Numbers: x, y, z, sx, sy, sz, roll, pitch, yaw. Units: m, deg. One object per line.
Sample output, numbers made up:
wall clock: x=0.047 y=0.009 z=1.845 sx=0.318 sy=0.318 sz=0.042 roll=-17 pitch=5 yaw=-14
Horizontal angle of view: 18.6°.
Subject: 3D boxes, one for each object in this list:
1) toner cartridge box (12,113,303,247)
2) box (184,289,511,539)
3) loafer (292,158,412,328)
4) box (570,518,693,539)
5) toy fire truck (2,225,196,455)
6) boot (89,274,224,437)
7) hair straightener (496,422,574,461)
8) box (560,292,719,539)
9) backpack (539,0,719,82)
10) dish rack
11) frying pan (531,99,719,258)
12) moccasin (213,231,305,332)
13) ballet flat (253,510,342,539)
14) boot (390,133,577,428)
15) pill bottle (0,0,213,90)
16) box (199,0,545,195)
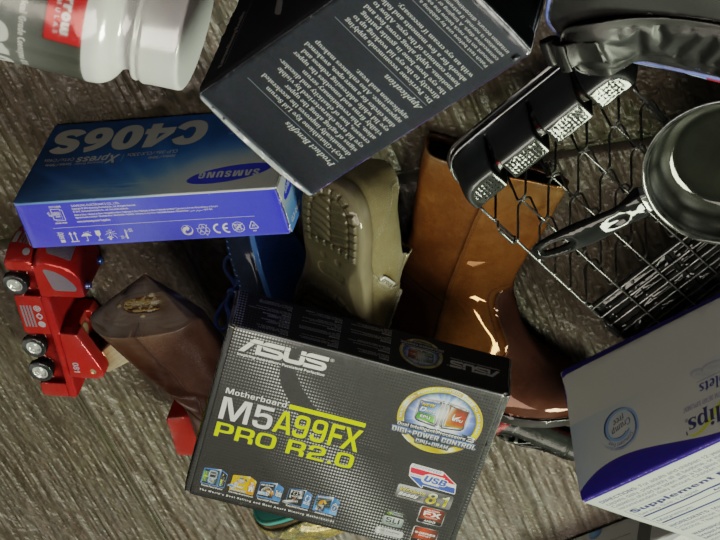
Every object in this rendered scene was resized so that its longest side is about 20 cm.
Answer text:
toner cartridge box: x=-0.135 y=-0.065 z=1.543 sx=0.200 sy=0.095 sz=0.043 roll=-3 pitch=130 yaw=19
box: x=-0.011 y=0.110 z=1.544 sx=0.200 sy=0.044 sz=0.160 roll=15 pitch=126 yaw=-5
loafer: x=0.000 y=0.000 z=1.544 sx=0.076 sy=0.067 sz=0.200 roll=39 pitch=148 yaw=24
box: x=0.238 y=0.267 z=1.769 sx=0.200 sy=0.041 sz=0.156 roll=-28 pitch=118 yaw=34
toy fire truck: x=-0.188 y=0.053 z=1.698 sx=0.141 sy=0.049 sz=0.200 roll=3 pitch=131 yaw=14
boot: x=-0.081 y=0.079 z=1.592 sx=0.186 sy=0.064 sz=0.200 roll=-4 pitch=138 yaw=30
hair straightener: x=0.123 y=0.113 z=1.661 sx=0.200 sy=0.041 sz=0.077 roll=16 pitch=177 yaw=7
box: x=0.274 y=0.105 z=1.518 sx=0.184 sy=0.105 sz=0.200 roll=-30 pitch=144 yaw=35
backpack: x=0.221 y=-0.194 z=1.280 sx=0.190 sy=0.154 sz=0.200 roll=24 pitch=140 yaw=6
dish rack: x=0.174 y=-0.048 z=1.474 sx=0.153 sy=0.055 sz=0.200 roll=-38 pitch=118 yaw=22
frying pan: x=0.215 y=-0.044 z=1.427 sx=0.115 sy=0.031 sz=0.190 roll=34 pitch=126 yaw=-19
moccasin: x=-0.071 y=0.037 z=1.627 sx=0.068 sy=0.081 sz=0.200 roll=0 pitch=130 yaw=23
ballet flat: x=0.007 y=0.174 z=1.746 sx=0.200 sy=0.071 sz=0.071 roll=-20 pitch=123 yaw=30
boot: x=0.111 y=0.007 z=1.573 sx=0.188 sy=0.069 sz=0.200 roll=24 pitch=127 yaw=6
pill bottle: x=-0.202 y=-0.188 z=1.439 sx=0.200 sy=0.114 sz=0.114 roll=14 pitch=134 yaw=4
box: x=0.014 y=-0.165 z=1.372 sx=0.104 sy=0.148 sz=0.200 roll=42 pitch=131 yaw=-22
